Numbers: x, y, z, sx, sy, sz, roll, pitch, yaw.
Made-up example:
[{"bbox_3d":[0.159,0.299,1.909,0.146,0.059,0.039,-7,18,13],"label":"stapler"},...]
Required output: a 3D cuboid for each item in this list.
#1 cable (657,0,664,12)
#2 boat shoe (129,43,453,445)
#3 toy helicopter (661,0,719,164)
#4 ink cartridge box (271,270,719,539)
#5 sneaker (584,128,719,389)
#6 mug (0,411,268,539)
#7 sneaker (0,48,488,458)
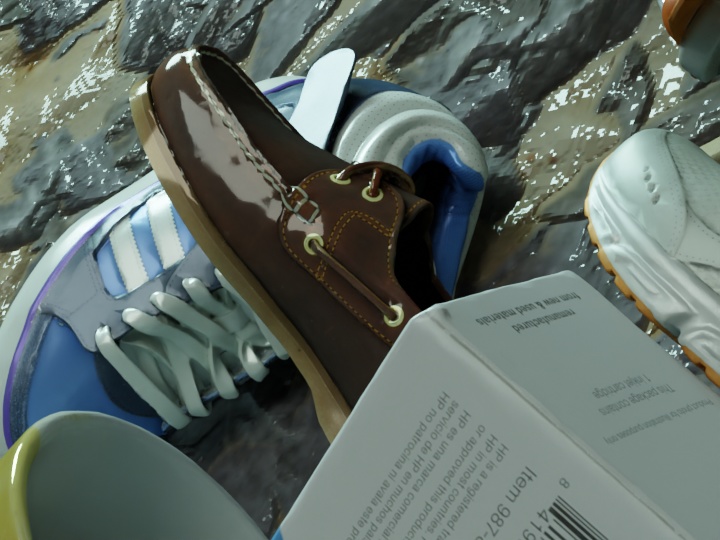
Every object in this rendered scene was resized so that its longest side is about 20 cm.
[{"bbox_3d":[0.163,-0.156,0.992,0.201,0.069,0.200,-65,23,22],"label":"cable"},{"bbox_3d":[0.000,0.000,0.995,0.070,0.070,0.200,-40,78,23],"label":"boat shoe"},{"bbox_3d":[0.126,-0.040,0.929,0.079,0.132,0.200,-51,12,-24],"label":"toy helicopter"},{"bbox_3d":[0.069,0.120,0.704,0.200,0.084,0.145,41,115,19],"label":"ink cartridge box"},{"bbox_3d":[0.141,0.012,0.727,0.092,0.076,0.200,-53,53,8],"label":"sneaker"},{"bbox_3d":[-0.120,0.141,0.952,0.153,0.186,0.150,-38,45,22],"label":"mug"},{"bbox_3d":[-0.039,0.010,1.079,0.200,0.081,0.146,-48,31,-15],"label":"sneaker"}]
